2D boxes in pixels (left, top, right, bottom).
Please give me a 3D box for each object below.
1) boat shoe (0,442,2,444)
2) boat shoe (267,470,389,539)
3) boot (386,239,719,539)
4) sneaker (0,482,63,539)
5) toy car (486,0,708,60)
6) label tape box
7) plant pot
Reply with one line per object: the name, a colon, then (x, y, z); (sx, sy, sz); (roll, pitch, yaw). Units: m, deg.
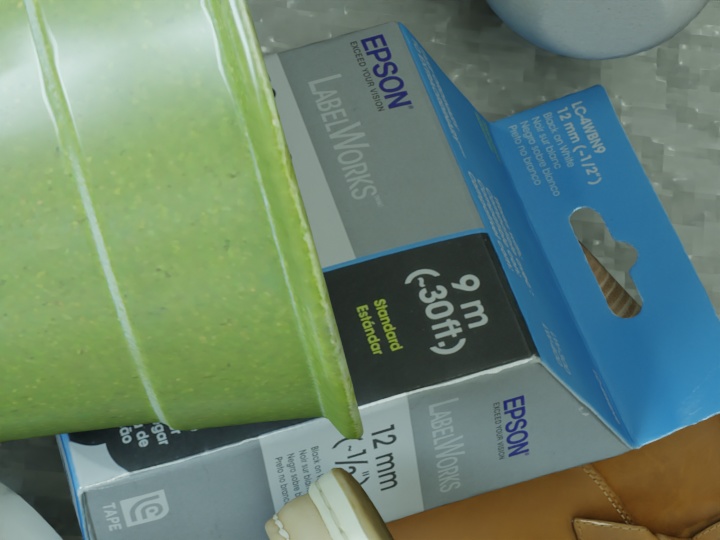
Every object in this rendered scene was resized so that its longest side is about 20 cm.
boat shoe: (-0.149, -0.032, 0.823); (0.069, 0.074, 0.200); (-27, 82, -17)
boat shoe: (0.002, 0.144, 0.777); (0.069, 0.074, 0.200); (-22, 126, -6)
boot: (0.048, 0.107, 0.856); (0.200, 0.074, 0.155); (-39, 98, -11)
sneaker: (-0.100, 0.167, 0.807); (0.105, 0.075, 0.201); (-28, 93, -21)
toy car: (0.041, -0.174, 0.835); (0.150, 0.200, 0.175); (1, 56, 0)
label tape box: (0.000, 0.000, 0.814); (0.200, 0.066, 0.143); (-17, 50, -5)
plant pot: (-0.116, -0.027, 0.687); (0.190, 0.200, 0.200); (-17, 86, -2)
